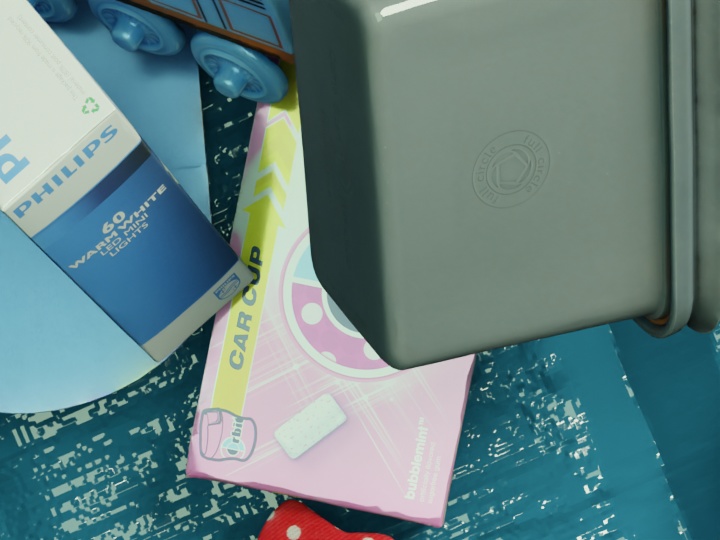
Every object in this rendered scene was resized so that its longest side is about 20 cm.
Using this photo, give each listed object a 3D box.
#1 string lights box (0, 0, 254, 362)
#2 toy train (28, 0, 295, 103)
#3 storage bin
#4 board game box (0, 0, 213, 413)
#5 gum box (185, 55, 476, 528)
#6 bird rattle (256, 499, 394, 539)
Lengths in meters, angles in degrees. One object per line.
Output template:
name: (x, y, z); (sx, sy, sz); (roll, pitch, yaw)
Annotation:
string lights box: (-0.116, -0.043, 1.109); (0.059, 0.200, 0.103); (-40, 69, -2)
toy train: (-0.087, -0.143, 1.160); (0.199, 0.114, 0.087); (22, 70, 20)
storage bin: (0.046, -0.066, 1.073); (0.133, 0.146, 0.201); (-16, 125, -19)
board game box: (-0.143, -0.037, 1.241); (0.157, 0.039, 0.202); (-6, 84, 3)
gum box: (0.000, 0.000, 1.223); (0.113, 0.066, 0.202); (11, 90, 1)
bird rattle: (-0.017, 0.210, 1.222); (0.162, 0.113, 0.201); (25, 92, -19)
